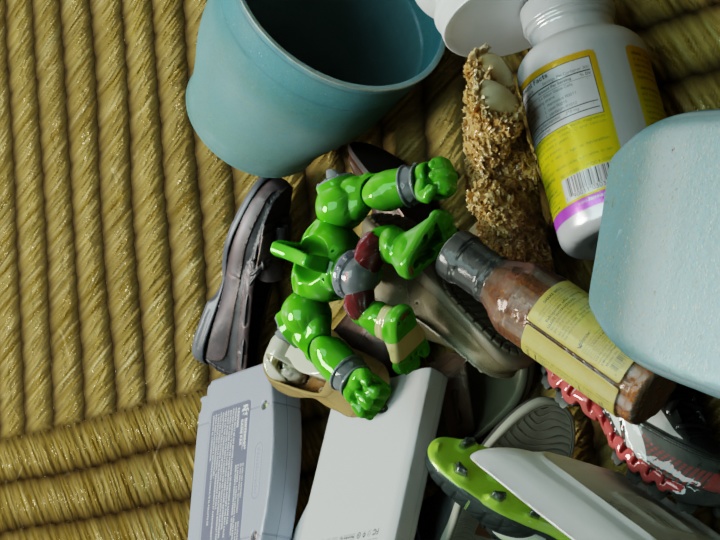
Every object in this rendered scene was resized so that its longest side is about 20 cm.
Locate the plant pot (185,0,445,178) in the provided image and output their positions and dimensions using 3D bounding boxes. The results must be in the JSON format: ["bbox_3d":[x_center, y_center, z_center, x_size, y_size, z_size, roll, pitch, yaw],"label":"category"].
[{"bbox_3d":[-0.055,-0.182,1.740,0.188,0.200,0.200,-50,52,47],"label":"plant pot"}]

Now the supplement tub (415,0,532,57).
[{"bbox_3d":[0.095,-0.287,1.620,0.145,0.145,0.200,-36,62,37],"label":"supplement tub"}]

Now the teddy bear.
[{"bbox_3d":[0.103,-0.075,1.568,0.067,0.200,0.145,-11,46,3],"label":"teddy bear"}]

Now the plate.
[{"bbox_3d":[0.202,0.184,1.427,0.200,0.200,0.032,36,101,42],"label":"plate"}]

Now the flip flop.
[{"bbox_3d":[0.072,0.106,1.661,0.200,0.058,0.081,-48,55,28],"label":"flip flop"}]

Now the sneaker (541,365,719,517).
[{"bbox_3d":[0.219,0.097,1.505,0.200,0.071,0.098,48,120,39],"label":"sneaker"}]

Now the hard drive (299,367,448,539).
[{"bbox_3d":[0.003,0.184,1.618,0.132,0.027,0.200,-21,48,49],"label":"hard drive"}]

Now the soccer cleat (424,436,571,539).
[{"bbox_3d":[0.126,0.198,1.525,0.081,0.200,0.068,-54,8,36],"label":"soccer cleat"}]

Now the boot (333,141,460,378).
[{"bbox_3d":[0.003,0.015,1.745,0.186,0.064,0.200,55,127,36],"label":"boot"}]

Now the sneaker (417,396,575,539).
[{"bbox_3d":[0.095,0.172,1.606,0.200,0.075,0.106,-60,19,12],"label":"sneaker"}]

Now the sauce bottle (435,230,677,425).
[{"bbox_3d":[0.142,0.036,1.483,0.200,0.066,0.066,38,112,27],"label":"sauce bottle"}]

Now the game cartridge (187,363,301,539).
[{"bbox_3d":[-0.103,0.187,1.803,0.133,0.041,0.200,-24,57,54],"label":"game cartridge"}]

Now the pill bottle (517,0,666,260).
[{"bbox_3d":[0.180,-0.116,1.545,0.104,0.104,0.200,-28,66,40],"label":"pill bottle"}]

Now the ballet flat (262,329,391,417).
[{"bbox_3d":[-0.043,0.073,1.694,0.200,0.063,0.069,12,74,60],"label":"ballet flat"}]

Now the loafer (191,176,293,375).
[{"bbox_3d":[-0.093,0.008,1.843,0.063,0.072,0.200,31,115,22],"label":"loafer"}]

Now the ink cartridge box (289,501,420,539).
[{"bbox_3d":[-0.013,0.259,1.665,0.200,0.041,0.200,-106,35,-52],"label":"ink cartridge box"}]

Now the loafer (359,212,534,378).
[{"bbox_3d":[0.066,0.029,1.616,0.200,0.076,0.068,46,126,39],"label":"loafer"}]

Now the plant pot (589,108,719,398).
[{"bbox_3d":[0.272,-0.012,1.389,0.200,0.196,0.197,12,94,51],"label":"plant pot"}]

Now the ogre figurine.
[{"bbox_3d":[0.000,0.000,1.565,0.120,0.098,0.200,21,115,34],"label":"ogre figurine"}]
